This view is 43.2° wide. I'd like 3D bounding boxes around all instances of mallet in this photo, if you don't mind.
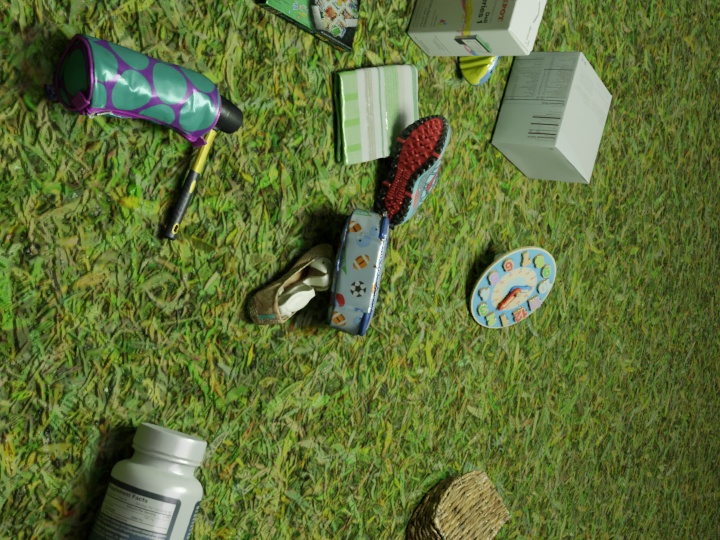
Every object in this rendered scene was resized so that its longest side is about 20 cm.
[{"bbox_3d":[-0.218,-0.139,1.176,0.066,0.041,0.201,40,70,-50],"label":"mallet"}]

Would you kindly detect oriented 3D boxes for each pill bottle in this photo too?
[{"bbox_3d":[-0.265,0.300,1.140,0.119,0.119,0.201,30,74,-51],"label":"pill bottle"}]

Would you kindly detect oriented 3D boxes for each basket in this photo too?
[{"bbox_3d":[0.171,0.496,1.806,0.200,0.149,0.143,-32,89,-45],"label":"basket"}]

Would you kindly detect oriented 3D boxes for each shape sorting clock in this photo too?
[{"bbox_3d":[0.309,0.037,1.833,0.199,0.039,0.201,-19,136,-19],"label":"shape sorting clock"}]

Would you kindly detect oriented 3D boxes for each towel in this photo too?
[{"bbox_3d":[0.027,-0.256,1.482,0.199,0.031,0.150,-18,110,-47],"label":"towel"}]

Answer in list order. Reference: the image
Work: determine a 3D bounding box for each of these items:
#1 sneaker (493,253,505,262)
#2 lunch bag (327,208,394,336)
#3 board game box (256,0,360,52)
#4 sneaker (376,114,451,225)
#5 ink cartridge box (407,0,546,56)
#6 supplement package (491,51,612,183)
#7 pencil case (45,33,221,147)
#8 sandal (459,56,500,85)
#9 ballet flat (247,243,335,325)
[{"bbox_3d":[0.333,0.022,1.903,0.200,0.075,0.106,8,92,-54],"label":"sneaker"},{"bbox_3d":[0.000,0.000,1.420,0.160,0.075,0.201,61,42,-86],"label":"lunch bag"},{"bbox_3d":[-0.069,-0.400,1.322,0.200,0.023,0.105,15,88,-54],"label":"board game box"},{"bbox_3d":[0.094,-0.173,1.525,0.201,0.079,0.095,-61,162,23],"label":"sneaker"},{"bbox_3d":[0.197,-0.440,1.516,0.084,0.199,0.146,30,73,-51],"label":"ink cartridge box"},{"bbox_3d":[0.390,-0.308,1.843,0.191,0.146,0.201,30,74,-51],"label":"supplement package"},{"bbox_3d":[-0.258,-0.207,1.065,0.199,0.085,0.093,5,78,-53],"label":"pencil case"},{"bbox_3d":[0.245,-0.428,1.688,0.087,0.079,0.201,39,68,-54],"label":"sandal"},{"bbox_3d":[-0.083,0.024,1.362,0.200,0.065,0.071,-43,128,-40],"label":"ballet flat"}]
